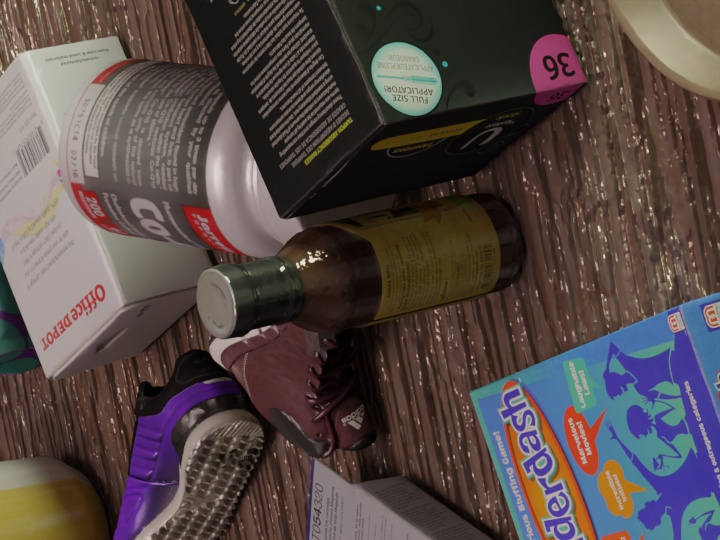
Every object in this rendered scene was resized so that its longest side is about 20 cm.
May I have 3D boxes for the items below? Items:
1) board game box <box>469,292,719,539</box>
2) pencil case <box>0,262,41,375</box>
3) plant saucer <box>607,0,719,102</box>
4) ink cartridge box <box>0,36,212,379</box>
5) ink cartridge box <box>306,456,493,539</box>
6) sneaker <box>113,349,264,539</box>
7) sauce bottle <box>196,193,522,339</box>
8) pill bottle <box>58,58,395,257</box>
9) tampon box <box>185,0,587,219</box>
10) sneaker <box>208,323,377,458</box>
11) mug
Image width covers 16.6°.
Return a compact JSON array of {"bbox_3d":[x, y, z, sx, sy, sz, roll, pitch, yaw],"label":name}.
[{"bbox_3d":[0.154,0.111,1.361,0.200,0.045,0.152,-29,79,54],"label":"board game box"},{"bbox_3d":[-0.305,-0.015,1.904,0.092,0.085,0.200,-19,85,21],"label":"pencil case"},{"bbox_3d":[0.187,-0.184,1.227,0.200,0.029,0.201,23,121,47],"label":"plant saucer"},{"bbox_3d":[-0.198,-0.042,1.751,0.145,0.085,0.200,-39,69,52],"label":"ink cartridge box"},{"bbox_3d":[0.037,0.238,1.568,0.200,0.043,0.197,34,129,45],"label":"ink cartridge box"},{"bbox_3d":[-0.132,0.131,1.745,0.100,0.069,0.200,62,139,30],"label":"sneaker"},{"bbox_3d":[0.000,0.000,1.399,0.065,0.200,0.065,19,114,49],"label":"sauce bottle"},{"bbox_3d":[-0.082,-0.068,1.518,0.200,0.114,0.114,10,110,42],"label":"pill bottle"},{"bbox_3d":[0.003,-0.154,1.382,0.126,0.150,0.200,-39,70,52],"label":"tampon box"},{"bbox_3d":[-0.010,0.053,1.558,0.116,0.076,0.200,58,146,2],"label":"sneaker"},{"bbox_3d":[-0.269,0.226,1.882,0.187,0.153,0.150,57,140,23],"label":"mug"}]
